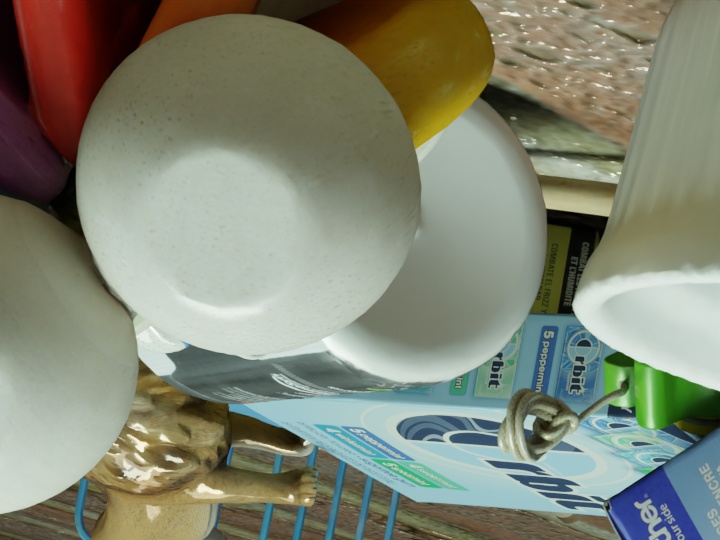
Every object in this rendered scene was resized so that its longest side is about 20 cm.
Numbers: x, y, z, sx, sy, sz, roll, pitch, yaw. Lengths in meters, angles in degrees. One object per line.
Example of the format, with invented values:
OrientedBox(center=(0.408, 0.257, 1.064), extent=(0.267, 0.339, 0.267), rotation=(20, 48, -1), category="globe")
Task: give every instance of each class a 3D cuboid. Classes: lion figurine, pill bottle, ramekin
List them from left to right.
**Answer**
OrientedBox(center=(-0.085, 0.100, 1.175), extent=(0.122, 0.073, 0.200), rotation=(6, 132, -5), category="lion figurine")
OrientedBox(center=(-0.026, -0.006, 0.971), extent=(0.106, 0.107, 0.200), rotation=(16, 167, -25), category="pill bottle")
OrientedBox(center=(0.165, -0.017, 0.752), extent=(0.200, 0.098, 0.200), rotation=(11, 168, 2), category="ramekin")

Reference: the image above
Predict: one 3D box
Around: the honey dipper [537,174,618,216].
OrientedBox(center=(0.104, -0.021, 0.950), extent=(0.199, 0.038, 0.038), rotation=(7, 168, 28), category="honey dipper")

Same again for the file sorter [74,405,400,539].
OrientedBox(center=(-0.071, 0.133, 1.674), extent=(0.138, 0.123, 0.200), rotation=(7, 169, 24), category="file sorter")

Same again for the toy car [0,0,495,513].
OrientedBox(center=(-0.073, -0.045, 0.695), extent=(0.200, 0.150, 0.175), rotation=(-30, -166, 16), category="toy car")

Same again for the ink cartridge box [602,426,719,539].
OrientedBox(center=(0.177, 0.077, 0.946), extent=(0.200, 0.076, 0.136), rotation=(-37, 160, 18), category="ink cartridge box")

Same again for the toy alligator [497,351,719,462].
OrientedBox(center=(0.129, 0.030, 0.942), extent=(0.054, 0.059, 0.200), rotation=(13, -154, 38), category="toy alligator")

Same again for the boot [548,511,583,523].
OrientedBox(center=(0.067, 0.076, 1.425), extent=(0.146, 0.070, 0.200), rotation=(19, 167, -7), category="boot")

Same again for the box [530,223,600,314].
OrientedBox(center=(0.000, 0.000, 1.119), extent=(0.199, 0.050, 0.075), rotation=(10, 168, 9), category="box")

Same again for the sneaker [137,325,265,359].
OrientedBox(center=(-0.085, 0.001, 0.890), extent=(0.146, 0.081, 0.200), rotation=(42, 155, 26), category="sneaker")

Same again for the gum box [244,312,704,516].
OrientedBox(center=(0.074, 0.061, 1.099), extent=(0.199, 0.045, 0.170), rotation=(1, 162, 30), category="gum box")
